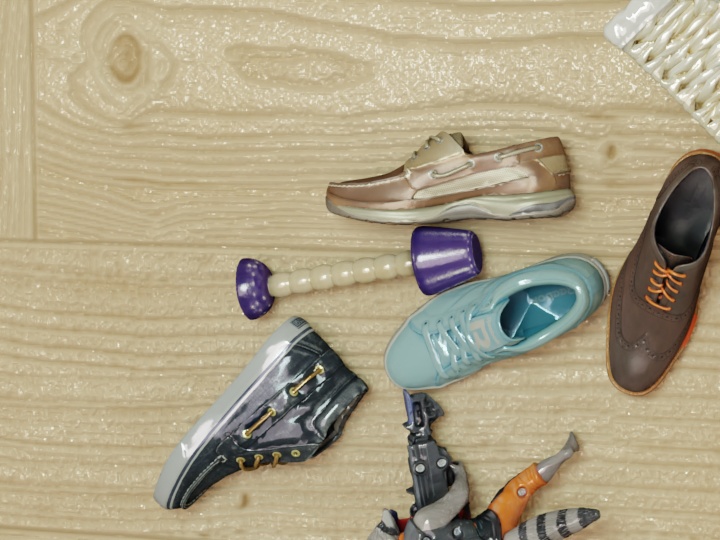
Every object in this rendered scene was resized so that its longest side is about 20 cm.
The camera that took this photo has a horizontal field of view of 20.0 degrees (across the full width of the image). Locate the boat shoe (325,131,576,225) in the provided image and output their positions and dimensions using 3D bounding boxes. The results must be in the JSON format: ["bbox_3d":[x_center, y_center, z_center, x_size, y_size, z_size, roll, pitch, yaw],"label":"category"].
[{"bbox_3d":[0.070,-0.073,1.616,0.198,0.076,0.073,-3,92,6],"label":"boat shoe"}]

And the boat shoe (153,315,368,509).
[{"bbox_3d":[-0.083,0.140,1.678,0.091,0.071,0.201,42,103,12],"label":"boat shoe"}]

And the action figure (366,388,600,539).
[{"bbox_3d":[0.089,0.190,1.620,0.192,0.105,0.202,-17,99,3],"label":"action figure"}]

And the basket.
[{"bbox_3d":[0.302,-0.190,1.474,0.198,0.200,0.161,-43,90,16],"label":"basket"}]

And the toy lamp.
[{"bbox_3d":[0.000,0.000,1.650,0.198,0.058,0.059,-7,94,18],"label":"toy lamp"}]

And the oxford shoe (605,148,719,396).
[{"bbox_3d":[0.231,0.004,1.575,0.071,0.073,0.202,18,101,12],"label":"oxford shoe"}]

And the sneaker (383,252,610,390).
[{"bbox_3d":[0.098,0.041,1.612,0.199,0.082,0.074,-29,87,18],"label":"sneaker"}]
